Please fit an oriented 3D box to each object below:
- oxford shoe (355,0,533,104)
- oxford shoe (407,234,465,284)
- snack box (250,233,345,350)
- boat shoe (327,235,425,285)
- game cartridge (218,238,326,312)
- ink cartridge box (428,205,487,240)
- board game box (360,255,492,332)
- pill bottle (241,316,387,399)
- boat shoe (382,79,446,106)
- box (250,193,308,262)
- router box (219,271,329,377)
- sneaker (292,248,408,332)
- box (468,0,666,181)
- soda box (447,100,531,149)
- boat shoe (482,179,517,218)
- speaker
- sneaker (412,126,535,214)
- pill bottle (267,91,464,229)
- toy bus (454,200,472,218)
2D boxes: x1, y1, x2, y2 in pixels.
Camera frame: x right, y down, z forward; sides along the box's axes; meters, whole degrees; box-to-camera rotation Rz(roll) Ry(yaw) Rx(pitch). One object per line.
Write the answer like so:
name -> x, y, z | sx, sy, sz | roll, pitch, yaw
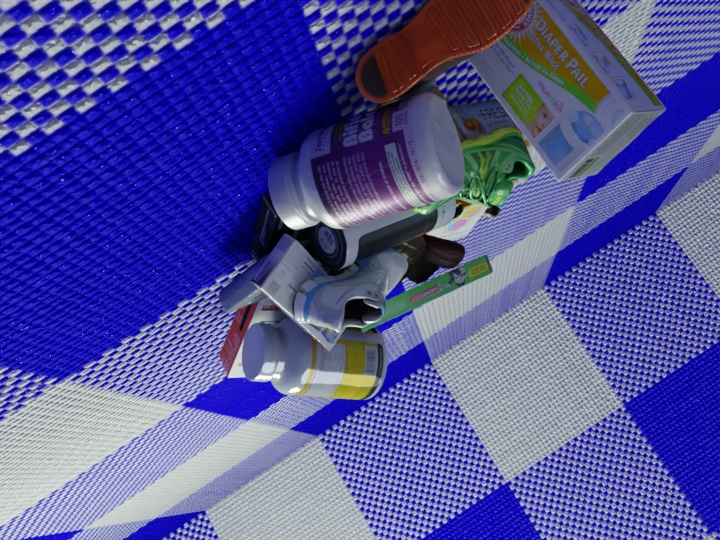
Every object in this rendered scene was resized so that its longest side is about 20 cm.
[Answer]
oxford shoe -> 0.083, -0.239, 0.861 | 0.198, 0.072, 0.073 | -28, -178, 7
oxford shoe -> 0.104, -0.014, 1.265 | 0.069, 0.076, 0.200 | 11, -175, -13
snack box -> -0.066, 0.033, 1.075 | 0.072, 0.024, 0.200 | -55, 146, -11
boat shoe -> 0.000, 0.001, 1.189 | 0.199, 0.068, 0.072 | -36, 123, 4
game cartridge -> -0.092, -0.004, 1.138 | 0.199, 0.041, 0.133 | -24, 170, -45
ink cartridge box -> 0.150, -0.115, 1.340 | 0.102, 0.060, 0.200 | -14, 158, -24
board game box -> 0.096, 0.031, 1.225 | 0.198, 0.029, 0.135 | -25, 178, 10
pill bottle -> -0.067, 0.126, 1.227 | 0.197, 0.113, 0.112 | 9, 143, -31
boat shoe -> 0.061, -0.152, 0.995 | 0.074, 0.067, 0.201 | -34, 156, -16
box -> -0.045, -0.086, 1.101 | 0.198, 0.036, 0.143 | -26, 163, -23
router box -> -0.098, 0.083, 1.296 | 0.198, 0.049, 0.181 | 1, 131, -34
sneaker -> 0.009, 0.033, 1.078 | 0.199, 0.086, 0.076 | -29, 132, -43
box -> 0.218, -0.214, 0.927 | 0.101, 0.201, 0.113 | -15, 156, -50
soda box -> 0.176, -0.191, 1.176 | 0.198, 0.064, 0.068 | -16, 158, -45
boat shoe -> 0.206, -0.119, 1.436 | 0.071, 0.077, 0.200 | -25, 163, -27
speaker -> 0.031, -0.069, 1.095 | 0.198, 0.082, 0.081 | -22, 162, -36
sneaker -> 0.148, -0.117, 1.054 | 0.199, 0.084, 0.074 | -29, 164, -29
pill bottle -> 0.003, -0.109, 0.907 | 0.197, 0.114, 0.112 | -15, 173, 24
toy bus -> 0.086, -0.096, 1.227 | 0.198, 0.065, 0.079 | -31, -157, 8
